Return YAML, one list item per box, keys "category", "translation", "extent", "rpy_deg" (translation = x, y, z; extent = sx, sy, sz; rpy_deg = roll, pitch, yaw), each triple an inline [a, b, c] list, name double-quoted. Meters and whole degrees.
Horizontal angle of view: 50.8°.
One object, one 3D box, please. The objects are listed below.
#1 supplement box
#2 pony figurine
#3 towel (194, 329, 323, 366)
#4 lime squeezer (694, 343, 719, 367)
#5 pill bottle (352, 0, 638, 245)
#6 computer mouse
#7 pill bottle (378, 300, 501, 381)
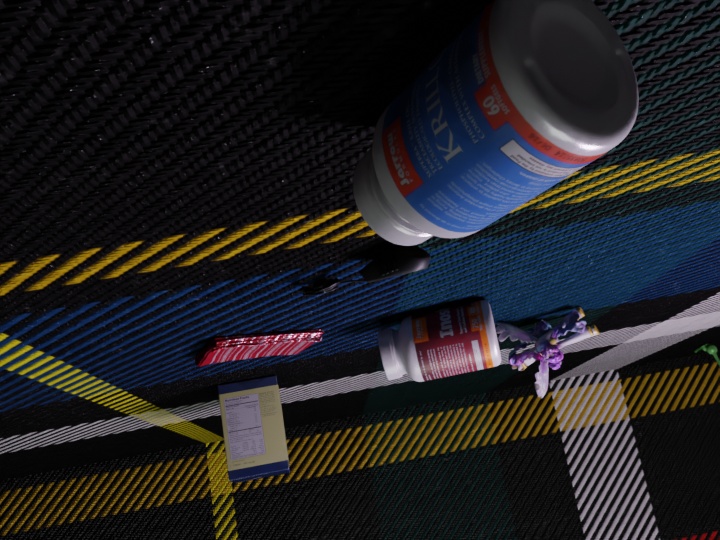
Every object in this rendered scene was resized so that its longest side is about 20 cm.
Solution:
- category: "supplement box"
  translation: [-0.237, 0.361, 1.708]
  extent: [0.131, 0.204, 0.200]
  rpy_deg: [-8, 164, -8]
- category: "pony figurine"
  translation: [0.376, 0.155, 1.540]
  extent: [0.198, 0.169, 0.192]
  rpy_deg: [-33, 165, 19]
- category: "towel"
  translation: [-0.175, 0.134, 1.294]
  extent: [0.196, 0.023, 0.144]
  rpy_deg: [-3, 163, -26]
- category: "lime squeezer"
  translation: [1.245, 0.291, 2.706]
  extent: [0.037, 0.072, 0.200]
  rpy_deg: [-26, -166, 2]
- category: "pill bottle"
  translation: [0.075, -0.089, 0.510]
  extent: [0.110, 0.115, 0.199]
  rpy_deg: [-1, 161, -31]
- category: "computer mouse"
  translation: [0.000, 0.000, 0.940]
  extent: [0.197, 0.035, 0.058]
  rpy_deg: [-15, -179, 33]
- category: "pill bottle"
  translation: [0.134, 0.125, 1.295]
  extent: [0.196, 0.115, 0.113]
  rpy_deg: [-13, 164, 8]
